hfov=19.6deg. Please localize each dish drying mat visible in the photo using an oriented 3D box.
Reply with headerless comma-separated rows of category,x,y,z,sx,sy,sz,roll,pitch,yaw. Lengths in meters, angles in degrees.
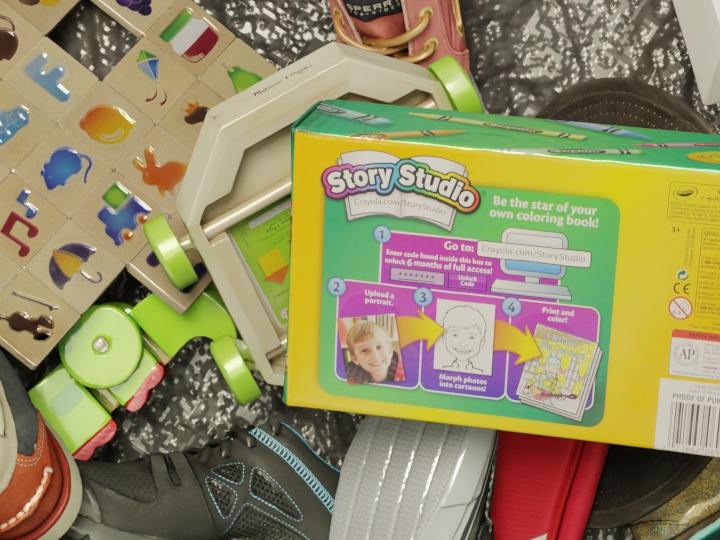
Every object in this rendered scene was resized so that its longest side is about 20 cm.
dish drying mat,0.077,0.066,0.931,0.077,0.018,0.201,30,118,35

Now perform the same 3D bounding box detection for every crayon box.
crayon box,0.070,0.002,0.847,0.198,0.058,0.120,6,108,11

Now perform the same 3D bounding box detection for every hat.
hat,0.129,0.014,0.955,0.081,0.200,0.203,-1,89,-43

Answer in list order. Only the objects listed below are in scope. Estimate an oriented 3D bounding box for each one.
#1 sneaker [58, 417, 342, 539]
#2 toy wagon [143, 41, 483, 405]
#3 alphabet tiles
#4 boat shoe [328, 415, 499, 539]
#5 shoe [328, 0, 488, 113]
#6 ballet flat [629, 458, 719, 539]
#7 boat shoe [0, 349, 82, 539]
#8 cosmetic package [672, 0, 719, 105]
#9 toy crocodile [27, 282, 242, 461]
sneaker,-0.069,0.104,0.955,0.199,0.073,0.083,16,81,-25
toy wagon,0.000,0.000,0.934,0.154,0.040,0.201,-29,122,-5
alphabet tiles,-0.126,-0.055,0.950,0.167,0.008,0.200,39,59,1
boat shoe,0.028,0.131,0.933,0.071,0.072,0.202,19,89,-40
shoe,0.012,-0.107,0.950,0.071,0.091,0.202,-6,90,16
ballet flat,0.208,0.065,0.972,0.199,0.071,0.071,-28,89,0
boat shoe,-0.193,0.046,0.908,0.071,0.063,0.200,-48,52,0
cosmetic package,0.171,-0.172,0.931,0.082,0.051,0.201,-8,60,-6
toy crocodile,-0.140,0.070,0.968,0.200,0.068,0.062,-41,90,-1
